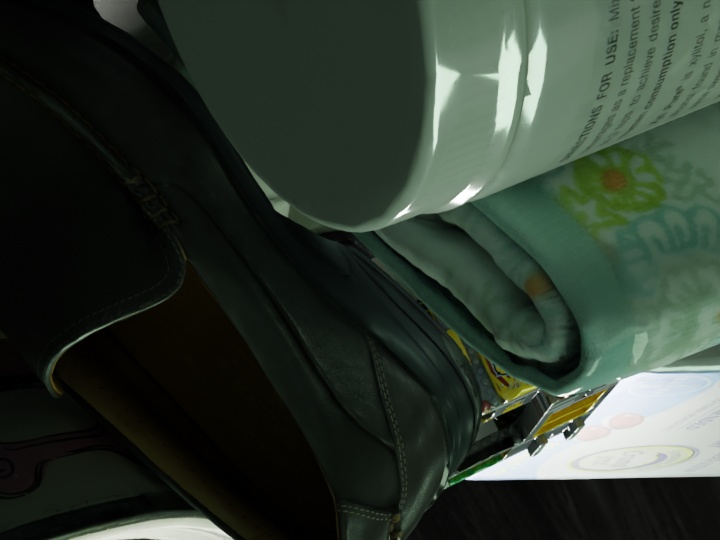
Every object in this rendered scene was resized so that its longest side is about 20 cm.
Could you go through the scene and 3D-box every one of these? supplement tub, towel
[{"bbox_3d":[0.062,-0.100,0.622,0.200,0.132,0.132,-22,173,-27],"label":"supplement tub"},{"bbox_3d":[0.056,-0.059,0.715,0.171,0.200,0.048,-22,141,-32],"label":"towel"}]

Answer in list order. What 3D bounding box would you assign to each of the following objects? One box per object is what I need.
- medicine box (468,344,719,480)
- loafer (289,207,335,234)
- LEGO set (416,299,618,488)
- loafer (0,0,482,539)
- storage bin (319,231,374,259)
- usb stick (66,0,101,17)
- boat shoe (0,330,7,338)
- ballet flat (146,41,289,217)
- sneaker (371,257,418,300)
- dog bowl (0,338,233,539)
[{"bbox_3d":[0.152,0.011,1.056,0.199,0.103,0.182,1,163,-18],"label":"medicine box"},{"bbox_3d":[-0.019,-0.047,1.059,0.200,0.070,0.070,-19,-152,-27],"label":"loafer"},{"bbox_3d":[0.000,0.000,0.914,0.153,0.201,0.116,-16,168,-8],"label":"LEGO set"},{"bbox_3d":[-0.059,-0.001,0.671,0.073,0.200,0.072,-51,-175,34],"label":"loafer"},{"bbox_3d":[-0.058,0.012,1.209,0.135,0.094,0.200,-26,173,6],"label":"storage bin"},{"bbox_3d":[-0.100,-0.025,0.841,0.055,0.033,0.200,-43,167,-18],"label":"usb stick"},{"bbox_3d":[-0.128,0.033,0.775,0.200,0.072,0.076,-29,152,-38],"label":"boat shoe"},{"bbox_3d":[-0.031,-0.053,0.792,0.069,0.070,0.200,-29,-164,28],"label":"ballet flat"},{"bbox_3d":[-0.067,0.035,1.050,0.199,0.082,0.088,-1,-157,8],"label":"sneaker"},{"bbox_3d":[-0.123,0.097,0.729,0.200,0.074,0.200,-27,155,-14],"label":"dog bowl"}]
